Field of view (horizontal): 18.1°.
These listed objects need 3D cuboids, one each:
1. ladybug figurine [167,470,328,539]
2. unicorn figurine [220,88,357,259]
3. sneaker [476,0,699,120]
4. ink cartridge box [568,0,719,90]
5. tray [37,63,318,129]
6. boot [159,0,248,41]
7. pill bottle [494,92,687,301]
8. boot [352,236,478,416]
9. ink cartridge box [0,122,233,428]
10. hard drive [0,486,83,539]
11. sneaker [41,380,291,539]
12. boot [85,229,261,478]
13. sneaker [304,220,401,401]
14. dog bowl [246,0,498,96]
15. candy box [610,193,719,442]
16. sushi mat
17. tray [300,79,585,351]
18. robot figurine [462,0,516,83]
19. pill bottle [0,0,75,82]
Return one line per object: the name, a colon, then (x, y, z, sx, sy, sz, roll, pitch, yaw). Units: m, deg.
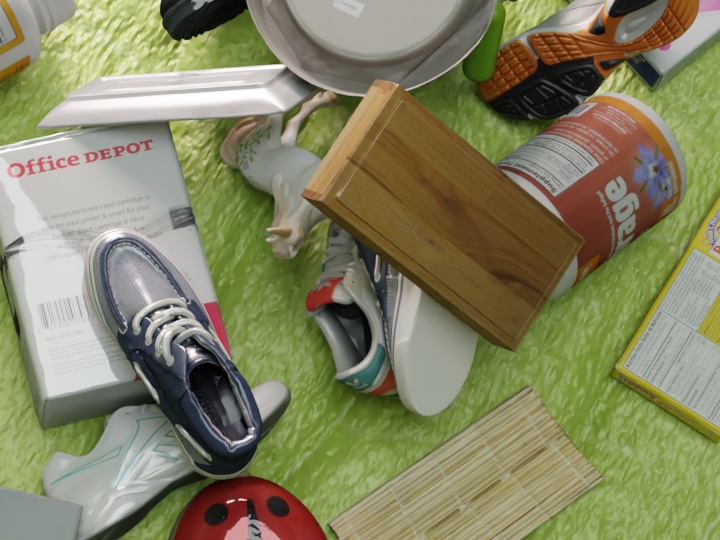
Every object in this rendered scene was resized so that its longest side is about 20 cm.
ladybug figurine: (-0.076, 0.237, 1.642, 0.136, 0.072, 0.200, -9, 72, -11)
unicorn figurine: (-0.043, -0.076, 1.727, 0.137, 0.200, 0.074, -45, 120, -9)
sneaker: (0.186, -0.189, 1.813, 0.200, 0.092, 0.076, -26, 108, 23)
ink cartridge box: (0.252, -0.282, 1.895, 0.200, 0.043, 0.196, -39, 80, -18)
tray: (-0.136, -0.134, 1.715, 0.200, 0.107, 0.022, -2, 106, 16)
boot: (-0.123, -0.295, 1.820, 0.200, 0.076, 0.168, -37, 83, -26)
pill bottle: (0.148, -0.045, 1.740, 0.200, 0.112, 0.112, -35, 79, -29)
boot: (0.034, 0.002, 1.672, 0.073, 0.090, 0.200, -4, 102, -39)
ink cartridge box: (-0.194, 0.000, 1.702, 0.145, 0.083, 0.200, -13, 73, -13)
hard drive: (-0.277, 0.248, 1.579, 0.132, 0.027, 0.200, 18, 81, -33)
sneaker: (-0.144, 0.126, 1.674, 0.200, 0.070, 0.080, -30, 75, -17)
boot: (-0.127, 0.049, 1.596, 0.073, 0.090, 0.200, -30, 81, -18)
sneaker: (0.000, 0.001, 1.721, 0.093, 0.070, 0.200, 7, 68, -46)
dog bowl: (0.013, -0.223, 1.705, 0.200, 0.059, 0.200, -1, 83, 8)
candy box: (0.290, 0.029, 1.797, 0.102, 0.026, 0.200, 32, 69, 6)
sushi mat: (0.080, 0.176, 1.719, 0.200, 0.012, 0.096, -33, 80, -17)
tray: (0.062, -0.037, 1.602, 0.200, 0.037, 0.099, 37, 81, -30)
robot figurine: (0.051, -0.230, 1.789, 0.200, 0.116, 0.175, -37, 53, 1)
pill bottle: (-0.322, -0.180, 1.733, 0.200, 0.109, 0.109, -33, 78, -18)
